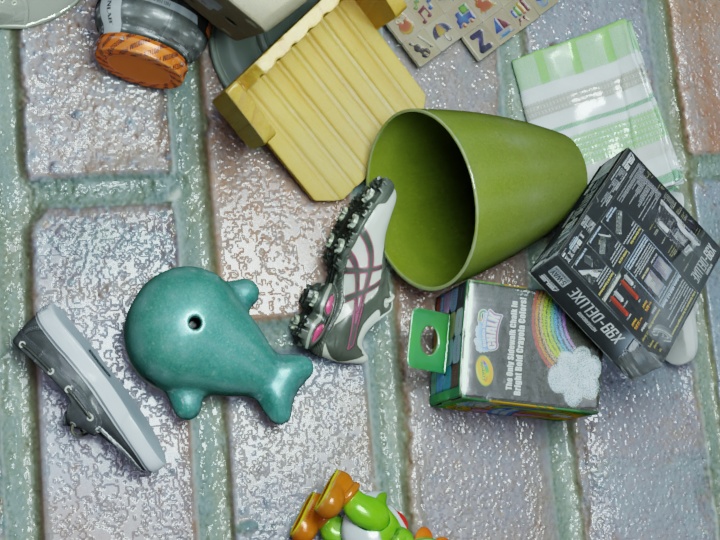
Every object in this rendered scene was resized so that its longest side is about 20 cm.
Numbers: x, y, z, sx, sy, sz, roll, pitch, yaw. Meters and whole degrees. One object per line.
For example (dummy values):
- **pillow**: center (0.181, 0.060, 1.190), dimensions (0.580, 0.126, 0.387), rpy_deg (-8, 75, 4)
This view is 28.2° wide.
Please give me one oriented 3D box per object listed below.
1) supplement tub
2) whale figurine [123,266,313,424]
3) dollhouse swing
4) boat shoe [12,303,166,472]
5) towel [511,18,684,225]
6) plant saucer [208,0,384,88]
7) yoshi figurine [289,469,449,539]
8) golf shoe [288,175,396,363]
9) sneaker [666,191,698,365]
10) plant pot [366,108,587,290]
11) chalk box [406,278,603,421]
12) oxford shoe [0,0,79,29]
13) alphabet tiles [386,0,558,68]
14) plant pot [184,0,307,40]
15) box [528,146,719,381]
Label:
- **supplement tub**: center (-0.205, -0.301, 1.498), dimensions (0.121, 0.123, 0.202), rpy_deg (17, 75, -10)
- **whale figurine**: center (-0.142, 0.078, 1.451), dimensions (0.199, 0.104, 0.160), rpy_deg (31, 74, -6)
- **dollhouse swing**: center (-0.019, -0.179, 1.467), dimensions (0.200, 0.182, 0.176), rpy_deg (-43, 100, -7)
- **boat shoe**: center (-0.274, 0.129, 1.433), dimensions (0.066, 0.070, 0.201), rpy_deg (-37, 93, 0)
- **towel**: center (0.261, -0.165, 1.598), dimensions (0.148, 0.031, 0.202), rpy_deg (-18, 80, 13)
- **plant saucer**: center (-0.065, -0.256, 1.561), dimensions (0.198, 0.050, 0.203), rpy_deg (2, 79, -12)
- **yoshi figurine**: center (0.026, 0.301, 1.456), dimensions (0.199, 0.112, 0.113), rpy_deg (34, 90, -8)
- **golf shoe**: center (0.000, 0.000, 1.509), dimensions (0.087, 0.077, 0.202), rpy_deg (23, 96, -15)
- **sneaker**: center (0.360, 0.003, 1.608), dimensions (0.088, 0.075, 0.202), rpy_deg (-6, 80, -26)
- **plant pot**: center (0.139, -0.089, 1.526), dimensions (0.198, 0.187, 0.189), rpy_deg (-12, 82, -35)
- **chalk box**: center (0.142, 0.084, 1.510), dimensions (0.198, 0.124, 0.126), rpy_deg (8, 79, -11)
- **oxford shoe**: center (-0.380, -0.290, 1.488), dimensions (0.198, 0.058, 0.076), rpy_deg (-11, 80, -17)
- **alphabet tiles**: center (0.108, -0.321, 1.628), dimensions (0.199, 0.008, 0.168), rpy_deg (-38, 90, -22)
- **plant pot**: center (-0.109, -0.336, 1.386), dimensions (0.199, 0.200, 0.178), rpy_deg (37, 83, -18)
- **box**: center (0.280, -0.010, 1.489), dimensions (0.158, 0.050, 0.200), rpy_deg (45, 49, -8)
